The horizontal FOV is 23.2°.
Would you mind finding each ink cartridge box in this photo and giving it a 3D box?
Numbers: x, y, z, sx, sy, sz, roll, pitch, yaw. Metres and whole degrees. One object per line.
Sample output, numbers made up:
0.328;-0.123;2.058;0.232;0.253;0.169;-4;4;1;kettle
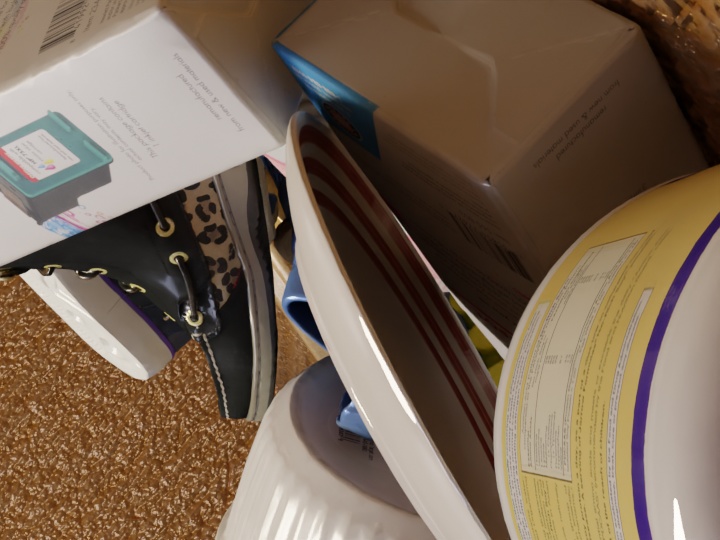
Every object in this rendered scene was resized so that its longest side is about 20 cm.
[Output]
0.068;-0.016;0.596;0.115;0.068;0.200;38;170;43;ink cartridge box
-0.109;-0.073;0.641;0.200;0.116;0.067;-20;128;34;ink cartridge box

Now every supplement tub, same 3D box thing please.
0.112;0.042;0.411;0.145;0.145;0.200;44;172;-4;supplement tub

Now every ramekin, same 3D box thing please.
0.034;0.119;0.834;0.200;0.200;0.105;37;126;38;ramekin

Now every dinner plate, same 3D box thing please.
0.023;0.041;0.564;0.200;0.024;0.200;57;-171;-14;dinner plate

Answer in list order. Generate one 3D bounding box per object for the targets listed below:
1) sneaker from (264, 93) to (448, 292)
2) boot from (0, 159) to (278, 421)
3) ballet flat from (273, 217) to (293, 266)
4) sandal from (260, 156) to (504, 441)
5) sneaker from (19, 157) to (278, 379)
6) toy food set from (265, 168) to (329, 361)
-0.016;-0.061;0.739;0.200;0.075;0.105;38;166;9;sneaker
-0.119;-0.007;0.824;0.074;0.153;0.204;-103;6;-54;boot
0.018;-0.015;0.894;0.200;0.068;0.073;34;148;47;ballet flat
0.000;0.000;0.805;0.200;0.087;0.080;58;151;24;sandal
-0.123;-0.056;0.907;0.080;0.147;0.200;11;146;52;sneaker
-0.053;-0.021;1.119;0.198;0.049;0.200;52;176;39;toy food set
